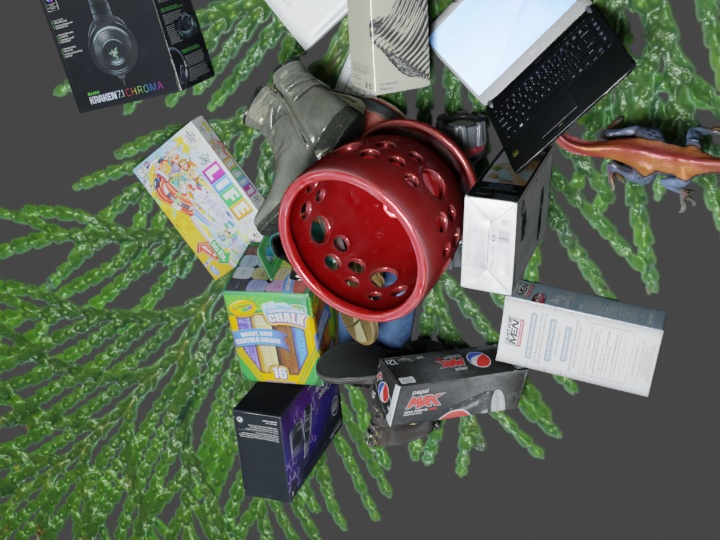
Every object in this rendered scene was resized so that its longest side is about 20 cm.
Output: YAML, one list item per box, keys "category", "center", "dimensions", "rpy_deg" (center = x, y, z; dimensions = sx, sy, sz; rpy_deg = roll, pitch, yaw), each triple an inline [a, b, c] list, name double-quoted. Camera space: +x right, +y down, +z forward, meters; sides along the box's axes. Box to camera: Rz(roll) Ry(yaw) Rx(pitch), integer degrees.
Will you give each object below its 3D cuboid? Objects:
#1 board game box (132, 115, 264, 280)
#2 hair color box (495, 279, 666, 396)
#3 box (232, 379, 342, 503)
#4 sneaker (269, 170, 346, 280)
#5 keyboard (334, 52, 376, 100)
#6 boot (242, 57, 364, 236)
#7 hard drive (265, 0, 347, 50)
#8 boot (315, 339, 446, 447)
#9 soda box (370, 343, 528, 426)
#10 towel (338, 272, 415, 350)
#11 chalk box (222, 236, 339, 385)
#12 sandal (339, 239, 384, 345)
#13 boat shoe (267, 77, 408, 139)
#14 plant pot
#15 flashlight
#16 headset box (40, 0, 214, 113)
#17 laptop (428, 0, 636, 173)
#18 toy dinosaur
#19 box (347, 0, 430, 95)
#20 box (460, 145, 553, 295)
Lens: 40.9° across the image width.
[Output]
- category: "board game box"
  center: [-0.216, -0.101, 1.380]
  dimensions: [0.134, 0.034, 0.200]
  rpy_deg: [-32, 99, 31]
- category: "hair color box"
  center: [0.283, 0.085, 1.247]
  dimensions: [0.199, 0.061, 0.099]
  rpy_deg: [12, 117, 16]
- category: "box"
  center: [-0.099, 0.212, 1.381]
  dimensions: [0.079, 0.200, 0.142]
  rpy_deg: [7, 117, 19]
- category: "sneaker"
  center: [-0.088, -0.065, 1.261]
  dimensions: [0.200, 0.080, 0.072]
  rpy_deg: [61, 148, 38]
- category: "keyboard"
  center: [-0.019, -0.203, 1.265]
  dimensions: [0.056, 0.011, 0.200]
  rpy_deg: [30, 121, 7]
- category: "boot"
  center: [-0.097, -0.153, 1.196]
  dimensions: [0.131, 0.068, 0.200]
  rpy_deg: [38, 96, 14]
- category: "hard drive"
  center: [-0.085, -0.393, 1.194]
  dimensions: [0.132, 0.027, 0.200]
  rpy_deg: [-36, 98, 32]
- category: "boot"
  center: [0.029, 0.183, 1.339]
  dimensions: [0.199, 0.069, 0.175]
  rpy_deg: [-2, 128, -15]
- category: "soda box"
  center: [0.118, 0.150, 1.273]
  dimensions: [0.199, 0.063, 0.071]
  rpy_deg: [-4, 122, -26]
- category: "towel"
  center: [0.026, 0.021, 1.329]
  dimensions: [0.111, 0.049, 0.201]
  rpy_deg: [13, 117, 18]
- category: "chalk box"
  center: [-0.105, 0.041, 1.324]
  dimensions: [0.123, 0.125, 0.201]
  rpy_deg: [3, 125, 13]
- category: "sandal"
  center: [0.000, 0.000, 1.270]
  dimensions: [0.080, 0.054, 0.201]
  rpy_deg: [1, 104, 61]
- category: "boat shoe"
  center: [-0.028, -0.197, 1.231]
  dimensions: [0.199, 0.063, 0.071]
  rpy_deg: [27, 119, 13]
- category: "plant pot"
  center: [0.030, -0.067, 1.143]
  dimensions: [0.200, 0.183, 0.201]
  rpy_deg: [18, 128, 24]
- category: "flashlight"
  center: [0.130, -0.099, 1.224]
  dimensions: [0.068, 0.068, 0.201]
  rpy_deg: [40, 142, 55]
- category: "headset box"
  center: [-0.314, -0.329, 1.279]
  dimensions: [0.173, 0.093, 0.201]
  rpy_deg: [-6, 111, 24]
- category: "laptop"
  center: [0.183, -0.249, 1.096]
  dimensions: [0.103, 0.200, 0.177]
  rpy_deg: [26, 124, -35]
- category: "toy dinosaur"
  center: [0.342, -0.109, 1.076]
  dimensions: [0.181, 0.199, 0.105]
  rpy_deg: [-149, 58, -60]
- category: "box"
  center: [0.032, -0.316, 1.140]
  dimensions: [0.068, 0.082, 0.201]
  rpy_deg: [-140, 40, -57]
- category: "box"
  center: [0.176, -0.067, 1.138]
  dimensions: [0.060, 0.200, 0.117]
  rpy_deg: [10, 119, 20]
